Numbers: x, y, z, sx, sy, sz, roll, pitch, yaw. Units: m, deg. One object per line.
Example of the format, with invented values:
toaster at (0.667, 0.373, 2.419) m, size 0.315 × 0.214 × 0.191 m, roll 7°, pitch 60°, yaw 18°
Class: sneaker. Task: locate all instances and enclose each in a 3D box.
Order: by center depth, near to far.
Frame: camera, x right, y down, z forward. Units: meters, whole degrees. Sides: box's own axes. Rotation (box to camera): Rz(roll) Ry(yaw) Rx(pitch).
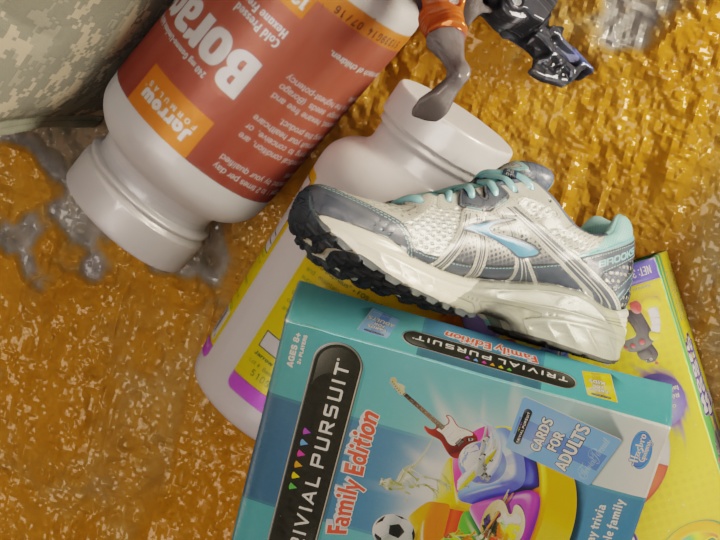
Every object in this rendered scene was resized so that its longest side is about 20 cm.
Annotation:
sneaker at (0.054, -0.019, 1.087) m, size 0.199 × 0.077 × 0.087 m, roll 19°, pitch 85°, yaw -29°

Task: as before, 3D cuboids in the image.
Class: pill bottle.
pill bottle at (0.000, 0.000, 1.166) m, size 0.104 × 0.104 × 0.201 m, roll 35°, pitch 104°, yaw 10°
pill bottle at (-0.068, -0.100, 1.172) m, size 0.112 × 0.112 × 0.200 m, roll 43°, pitch 104°, yaw 8°

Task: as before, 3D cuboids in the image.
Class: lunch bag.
lunch bag at (-0.172, -0.164, 1.152) m, size 0.117 × 0.200 × 0.164 m, roll 41°, pitch 105°, yaw 8°

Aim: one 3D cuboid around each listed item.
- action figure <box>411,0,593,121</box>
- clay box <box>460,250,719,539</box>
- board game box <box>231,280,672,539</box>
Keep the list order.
action figure at (0.062, -0.167, 1.104) m, size 0.200 × 0.194 × 0.104 m, roll 40°, pitch 137°, yaw -15°
clay box at (0.139, 0.102, 1.165) m, size 0.114 × 0.048 × 0.201 m, roll -18°, pitch 89°, yaw 17°
board game box at (0.044, 0.106, 1.105) m, size 0.199 × 0.047 × 0.152 m, roll 15°, pitch 117°, yaw 1°
